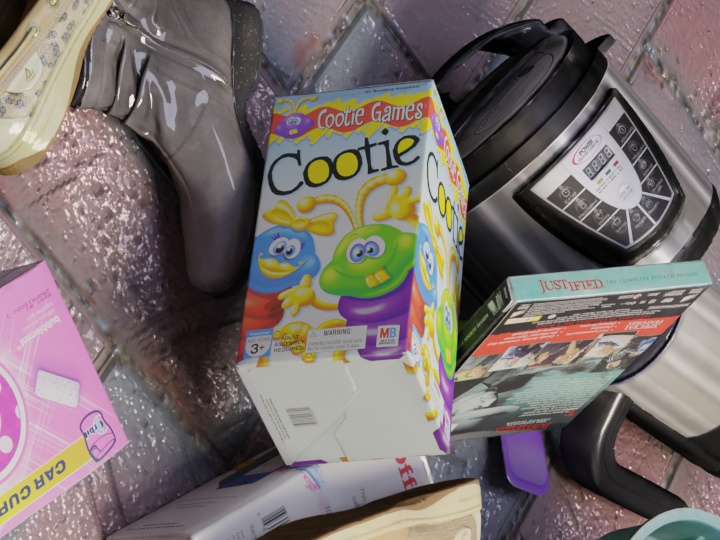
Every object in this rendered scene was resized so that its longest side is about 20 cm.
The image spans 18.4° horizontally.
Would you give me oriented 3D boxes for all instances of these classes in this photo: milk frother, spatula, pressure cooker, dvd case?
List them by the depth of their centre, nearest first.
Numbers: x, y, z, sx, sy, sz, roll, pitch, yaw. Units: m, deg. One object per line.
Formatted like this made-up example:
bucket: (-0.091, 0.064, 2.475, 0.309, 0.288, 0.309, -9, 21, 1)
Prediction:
dvd case: (0.110, 0.055, 1.384, 0.145, 0.200, 0.022, -5, 62, -28)
pressure cooker: (0.117, -0.059, 1.475, 0.200, 0.178, 0.176, 48, 25, -11)
spatula: (0.120, 0.059, 1.570, 0.056, 0.020, 0.202, 26, 64, -47)
milk frother: (0.259, 0.092, 1.573, 0.188, 0.199, 0.182, 32, 64, -41)

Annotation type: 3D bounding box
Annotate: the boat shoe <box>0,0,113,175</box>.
boat shoe: (-0.184, -0.156, 1.261, 0.063, 0.073, 0.202, 33, 61, -40)

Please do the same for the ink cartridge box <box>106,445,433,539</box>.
ink cartridge box: (-0.037, 0.187, 1.338, 0.199, 0.087, 0.147, -26, 102, -43)

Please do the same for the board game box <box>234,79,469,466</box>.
board game box: (0.000, 0.000, 1.310, 0.105, 0.102, 0.201, 66, 23, -49)

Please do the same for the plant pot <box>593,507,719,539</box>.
plant pot: (0.138, 0.259, 1.425, 0.199, 0.195, 0.202, 11, 74, -45)

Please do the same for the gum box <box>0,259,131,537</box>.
gum box: (-0.222, 0.087, 1.182, 0.200, 0.066, 0.114, -37, 108, -43)

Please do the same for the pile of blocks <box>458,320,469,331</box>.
pile of blocks: (0.032, 0.040, 1.440, 0.199, 0.082, 0.063, 18, 70, -42)

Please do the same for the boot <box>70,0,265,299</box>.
boot: (-0.125, -0.087, 1.325, 0.131, 0.070, 0.202, 14, 62, -40)

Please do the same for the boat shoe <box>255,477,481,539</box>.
boat shoe: (0.007, 0.168, 1.275, 0.199, 0.071, 0.065, -11, 90, -47)
